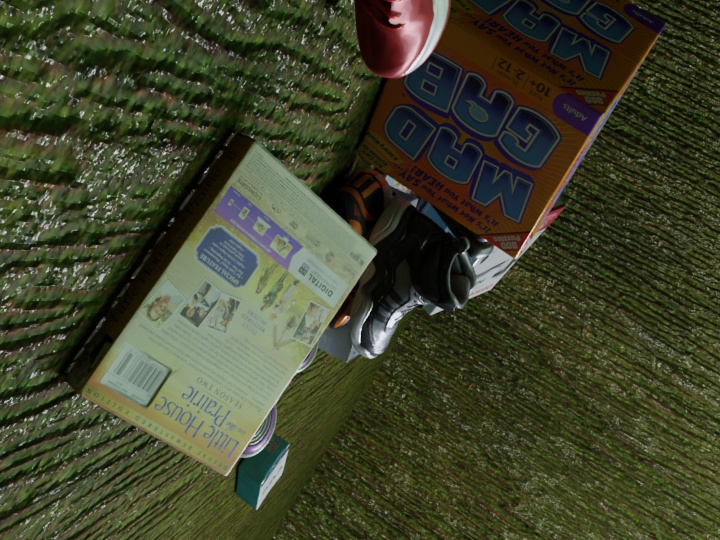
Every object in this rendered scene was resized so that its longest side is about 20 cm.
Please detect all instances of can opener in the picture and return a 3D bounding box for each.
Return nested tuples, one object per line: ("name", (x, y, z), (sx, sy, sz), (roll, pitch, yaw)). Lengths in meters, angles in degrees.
("can opener", (0.102, -0.102, 1.109), (0.066, 0.201, 0.054), (-14, 145, -29))

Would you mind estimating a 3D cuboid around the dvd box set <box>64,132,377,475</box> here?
("dvd box set", (-0.090, 0.028, 0.700), (0.146, 0.029, 0.201), (39, 82, -40))

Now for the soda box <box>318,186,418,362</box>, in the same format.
("soda box", (0.000, 0.000, 1.173), (0.068, 0.063, 0.202), (-27, 138, -61))

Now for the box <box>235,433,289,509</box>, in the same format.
("box", (-0.168, 0.339, 1.706), (0.083, 0.049, 0.200), (-53, 172, -25))

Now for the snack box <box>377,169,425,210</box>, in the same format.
("snack box", (0.033, -0.075, 1.227), (0.201, 0.072, 0.024), (-58, -144, 6))

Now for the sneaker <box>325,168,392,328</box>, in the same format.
("sneaker", (-0.036, -0.009, 1.077), (0.112, 0.077, 0.202), (-39, 149, -52))

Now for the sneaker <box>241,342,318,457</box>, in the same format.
("sneaker", (-0.118, 0.116, 1.123), (0.099, 0.075, 0.201), (-18, -145, 50))

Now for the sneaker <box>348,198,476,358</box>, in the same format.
("sneaker", (0.056, 0.030, 1.078), (0.075, 0.113, 0.202), (-42, 151, -50))

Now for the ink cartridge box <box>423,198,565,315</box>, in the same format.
("ink cartridge box", (0.165, -0.041, 1.387), (0.146, 0.083, 0.200), (-20, 157, -40))

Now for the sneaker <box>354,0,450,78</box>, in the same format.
("sneaker", (0.003, -0.189, 0.623), (0.115, 0.078, 0.201), (-41, 152, -35))

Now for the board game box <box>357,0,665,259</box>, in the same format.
("board game box", (0.151, -0.183, 1.020), (0.200, 0.199, 0.201), (-49, 169, -42))

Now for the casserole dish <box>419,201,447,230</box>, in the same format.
("casserole dish", (0.075, -0.041, 1.281), (0.201, 0.039, 0.121), (-59, -178, 33))
